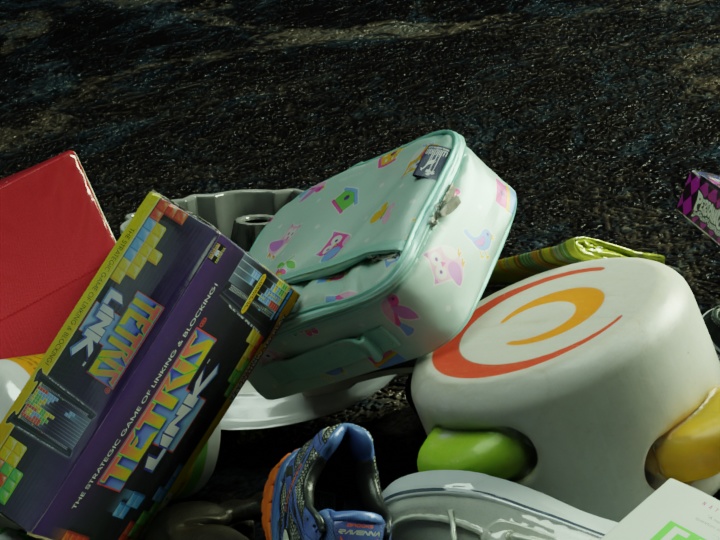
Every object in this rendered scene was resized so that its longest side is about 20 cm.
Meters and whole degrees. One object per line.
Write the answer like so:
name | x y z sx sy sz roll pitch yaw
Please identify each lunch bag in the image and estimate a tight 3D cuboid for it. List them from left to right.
lunch bag | 0.000 0.000 1.520 0.200 0.077 0.161 -22 29 44

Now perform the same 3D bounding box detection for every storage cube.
storage cube | -0.275 0.036 1.706 0.179 0.172 0.200 -29 7 -29

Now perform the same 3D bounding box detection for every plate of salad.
plate of salad | -0.065 0.077 1.724 0.199 0.048 0.200 -6 24 2

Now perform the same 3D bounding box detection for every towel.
towel | 0.107 0.004 1.602 0.086 0.018 0.200 16 -18 -37

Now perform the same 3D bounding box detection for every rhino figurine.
rhino figurine | -0.061 0.197 1.400 0.087 0.060 0.200 -10 33 -30

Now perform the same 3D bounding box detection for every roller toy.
roller toy | 0.137 0.088 1.456 0.199 0.140 0.183 -21 18 7

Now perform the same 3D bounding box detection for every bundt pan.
bundt pan | -0.073 -0.002 1.729 0.201 0.076 0.202 -2 14 0

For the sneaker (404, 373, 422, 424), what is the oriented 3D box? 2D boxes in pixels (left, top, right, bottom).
sneaker | 0.117 0.073 1.598 0.199 0.077 0.114 -5 24 26

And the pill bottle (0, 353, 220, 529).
pill bottle | -0.202 0.110 1.565 0.199 0.112 0.111 -7 14 -37

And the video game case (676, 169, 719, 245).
video game case | 0.333 -0.001 1.557 0.199 0.036 0.181 11 19 -27

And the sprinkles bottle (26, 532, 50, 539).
sprinkles bottle | -0.209 0.215 1.437 0.068 0.069 0.200 -2 24 25

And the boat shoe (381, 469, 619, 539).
boat shoe | 0.090 0.178 1.341 0.201 0.075 0.086 17 39 17

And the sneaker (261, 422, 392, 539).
sneaker | -0.016 0.169 1.328 0.075 0.079 0.201 7 49 -22

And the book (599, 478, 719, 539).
book | 0.156 0.200 1.245 0.133 0.048 0.200 30 46 28

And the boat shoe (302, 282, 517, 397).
boat shoe | 0.029 0.035 1.588 0.199 0.057 0.067 -18 14 31

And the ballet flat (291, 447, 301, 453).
ballet flat | 0.004 0.160 1.461 0.067 0.063 0.200 -22 24 -25

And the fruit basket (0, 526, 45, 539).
fruit basket | -0.163 0.227 1.297 0.200 0.094 0.185 28 33 26

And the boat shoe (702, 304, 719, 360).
boat shoe | 0.288 0.044 1.577 0.073 0.068 0.199 -20 22 -18

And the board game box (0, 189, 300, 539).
board game box | -0.129 0.067 1.395 0.057 0.200 0.165 31 -3 18
